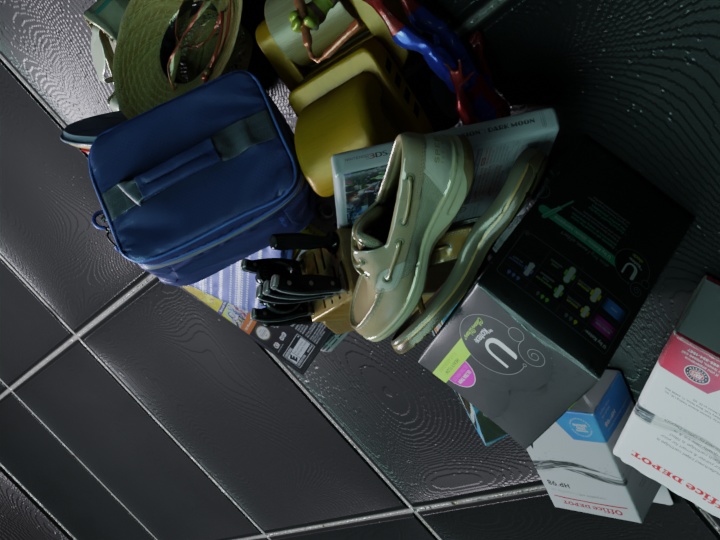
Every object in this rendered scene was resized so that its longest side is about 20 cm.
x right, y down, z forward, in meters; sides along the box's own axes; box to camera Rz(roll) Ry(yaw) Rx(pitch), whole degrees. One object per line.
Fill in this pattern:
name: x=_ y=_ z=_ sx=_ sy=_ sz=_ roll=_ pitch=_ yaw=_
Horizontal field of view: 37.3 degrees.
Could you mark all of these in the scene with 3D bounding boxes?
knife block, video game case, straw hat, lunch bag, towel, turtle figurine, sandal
knife block: x=0.000 y=0.000 z=0.936 sx=0.176 sy=0.196 sz=0.065 roll=53 pitch=-157 yaw=-74
video game case: x=-0.097 y=0.006 z=1.118 sx=0.179 sy=0.026 sz=0.201 roll=35 pitch=140 yaw=0
video game case: x=0.066 y=-0.072 z=0.908 sx=0.200 sy=0.178 sz=0.024 roll=88 pitch=169 yaw=-74
straw hat: x=-0.155 y=-0.220 z=1.062 sx=0.199 sy=0.205 sz=0.084 roll=3 pitch=172 yaw=43
lunch bag: x=-0.148 y=-0.081 z=0.959 sx=0.138 sy=0.197 sz=0.132 roll=64 pitch=180 yaw=15
towel: x=-0.161 y=-0.029 z=1.086 sx=0.197 sy=0.024 sz=0.146 roll=23 pitch=141 yaw=10
turtle figurine: x=-0.001 y=-0.271 z=0.844 sx=0.161 sy=0.201 sz=0.064 roll=45 pitch=-168 yaw=29
sandal: x=0.079 y=-0.021 z=0.861 sx=0.054 sy=0.080 sz=0.202 roll=35 pitch=112 yaw=6

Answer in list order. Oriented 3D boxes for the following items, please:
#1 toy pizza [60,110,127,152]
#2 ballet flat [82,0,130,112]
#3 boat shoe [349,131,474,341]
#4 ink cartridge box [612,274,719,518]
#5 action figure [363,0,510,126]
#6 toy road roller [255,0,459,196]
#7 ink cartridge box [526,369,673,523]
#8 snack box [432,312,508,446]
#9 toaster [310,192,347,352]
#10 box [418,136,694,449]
toy pizza: x=-0.213 y=-0.145 z=1.117 sx=0.198 sy=0.199 sz=0.032 roll=9 pitch=113 yaw=38
ballet flat: x=-0.266 y=-0.217 z=1.205 sx=0.069 sy=0.070 sz=0.202 roll=20 pitch=141 yaw=28
boat shoe: x=0.022 y=-0.025 z=0.826 sx=0.064 sy=0.073 sz=0.202 roll=6 pitch=135 yaw=-21
ink cartridge box: x=0.332 y=0.125 z=0.967 sx=0.143 sy=0.085 sz=0.202 roll=29 pitch=143 yaw=18
action figure: x=0.083 y=-0.171 z=0.902 sx=0.051 sy=0.066 sz=0.201 roll=-23 pitch=115 yaw=39
toy road roller: x=-0.012 y=-0.157 z=0.923 sx=0.122 sy=0.147 sz=0.202 roll=-24 pitch=109 yaw=33
ink cartridge box: x=0.250 y=0.199 z=1.149 sx=0.114 sy=0.067 sz=0.202 roll=0 pitch=129 yaw=44
snack box: x=0.103 y=0.075 z=1.130 sx=0.117 sy=0.037 sz=0.202 roll=-119 pitch=6 yaw=-56
toaster: x=-0.046 y=0.005 z=1.188 sx=0.129 sy=0.114 sz=0.200 roll=39 pitch=142 yaw=-1
box: x=0.166 y=0.019 z=0.911 sx=0.124 sy=0.201 sz=0.149 roll=36 pitch=147 yaw=5
